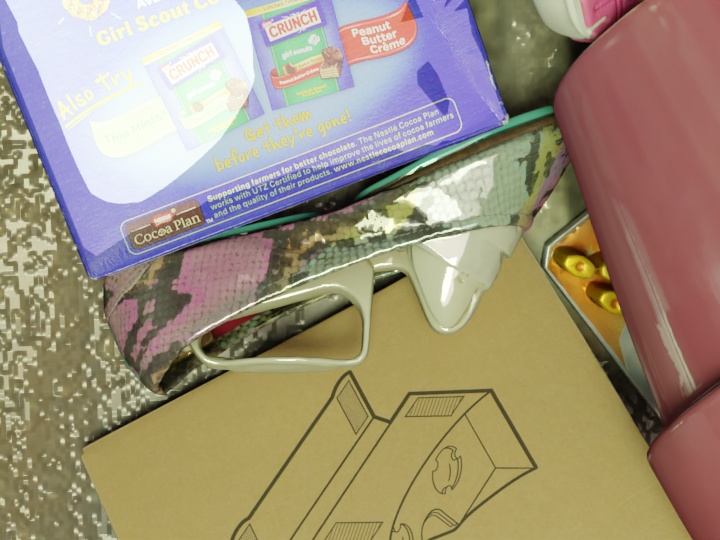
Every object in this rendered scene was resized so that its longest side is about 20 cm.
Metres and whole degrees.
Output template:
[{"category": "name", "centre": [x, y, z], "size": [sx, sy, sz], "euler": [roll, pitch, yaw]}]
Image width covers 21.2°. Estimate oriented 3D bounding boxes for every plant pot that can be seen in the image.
[{"category": "plant pot", "centre": [0.167, -0.016, 0.683], "size": [0.200, 0.200, 0.179], "euler": [-29, 75, -2]}]

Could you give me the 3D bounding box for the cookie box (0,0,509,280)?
[{"category": "cookie box", "centre": [-0.058, -0.123, 0.716], "size": [0.171, 0.075, 0.200], "euler": [-21, 105, -4]}]

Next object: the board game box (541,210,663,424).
[{"category": "board game box", "centre": [0.211, 0.008, 0.811], "size": [0.200, 0.026, 0.200], "euler": [-39, 105, 1]}]

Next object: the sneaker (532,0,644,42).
[{"category": "sneaker", "centre": [0.059, -0.178, 0.675], "size": [0.081, 0.088, 0.200], "euler": [-23, 107, -44]}]

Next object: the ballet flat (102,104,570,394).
[{"category": "ballet flat", "centre": [0.000, 0.000, 0.751], "size": [0.200, 0.069, 0.071], "euler": [-19, 77, -1]}]

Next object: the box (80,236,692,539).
[{"category": "box", "centre": [0.010, 0.091, 0.747], "size": [0.200, 0.021, 0.164], "euler": [-28, 60, -2]}]
